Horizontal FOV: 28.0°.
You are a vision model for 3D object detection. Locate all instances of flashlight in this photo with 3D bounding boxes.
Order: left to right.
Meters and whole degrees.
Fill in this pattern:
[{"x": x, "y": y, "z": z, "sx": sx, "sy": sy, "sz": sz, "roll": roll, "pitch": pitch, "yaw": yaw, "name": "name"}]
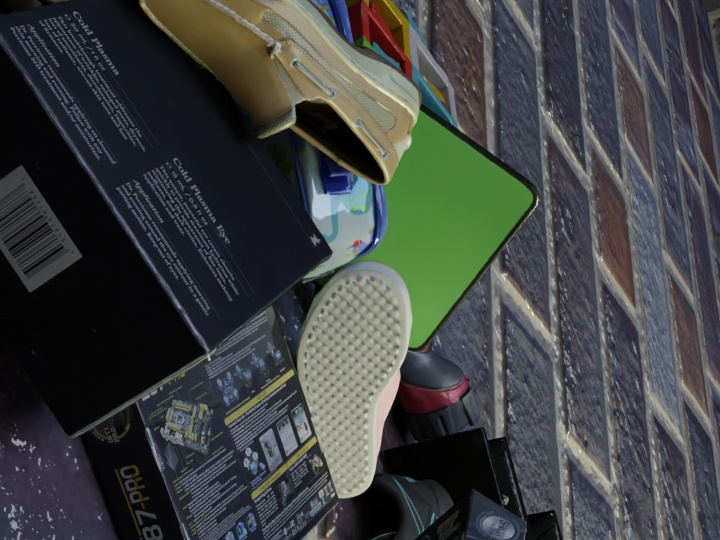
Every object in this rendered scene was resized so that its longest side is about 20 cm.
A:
[{"x": 0.040, "y": 0.046, "z": 1.220, "sx": 0.068, "sy": 0.068, "sz": 0.200, "roll": -40, "pitch": 116, "yaw": -47, "name": "flashlight"}]

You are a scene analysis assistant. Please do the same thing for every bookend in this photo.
[{"x": 0.120, "y": 0.230, "z": 1.255, "sx": 0.200, "sy": 0.092, "sz": 0.199, "roll": -4, "pitch": 78, "yaw": -67, "name": "bookend"}]

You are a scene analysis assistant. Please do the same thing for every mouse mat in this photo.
[{"x": 0.019, "y": -0.039, "z": 1.019, "sx": 0.161, "sy": 0.200, "sz": 0.008, "roll": 36, "pitch": 46, "yaw": 2, "name": "mouse mat"}]

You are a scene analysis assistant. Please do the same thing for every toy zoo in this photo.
[{"x": 0.031, "y": -0.147, "z": 1.081, "sx": 0.131, "sy": 0.020, "sz": 0.200, "roll": 49, "pitch": 22, "yaw": -29, "name": "toy zoo"}]

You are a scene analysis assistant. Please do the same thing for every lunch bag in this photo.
[{"x": -0.060, "y": -0.090, "z": 0.964, "sx": 0.082, "sy": 0.161, "sz": 0.200, "roll": -8, "pitch": 81, "yaw": -35, "name": "lunch bag"}]

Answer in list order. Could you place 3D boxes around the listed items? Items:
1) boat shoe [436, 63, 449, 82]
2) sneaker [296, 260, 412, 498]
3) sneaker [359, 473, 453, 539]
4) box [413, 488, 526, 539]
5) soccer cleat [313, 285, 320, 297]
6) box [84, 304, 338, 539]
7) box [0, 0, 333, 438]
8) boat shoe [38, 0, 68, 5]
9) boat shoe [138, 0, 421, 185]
[{"x": -0.005, "y": -0.200, "z": 1.195, "sx": 0.200, "sy": 0.074, "sz": 0.065, "roll": 39, "pitch": 16, "yaw": 1, "name": "boat shoe"}, {"x": -0.005, "y": 0.059, "z": 1.045, "sx": 0.105, "sy": 0.075, "sz": 0.200, "roll": -79, "pitch": 178, "yaw": -56, "name": "sneaker"}, {"x": 0.032, "y": 0.246, "z": 1.098, "sx": 0.079, "sy": 0.075, "sz": 0.200, "roll": 30, "pitch": 40, "yaw": -40, "name": "sneaker"}, {"x": 0.018, "y": 0.251, "z": 0.890, "sx": 0.044, "sy": 0.200, "sz": 0.160, "roll": 33, "pitch": 36, "yaw": -13, "name": "box"}, {"x": 0.000, "y": 0.000, "z": 1.112, "sx": 0.081, "sy": 0.067, "sz": 0.200, "roll": -135, "pitch": -137, "yaw": -75, "name": "soccer cleat"}, {"x": -0.090, "y": 0.114, "z": 0.915, "sx": 0.200, "sy": 0.049, "sz": 0.161, "roll": -34, "pitch": 108, "yaw": -65, "name": "box"}, {"x": -0.135, "y": -0.042, "z": 0.794, "sx": 0.200, "sy": 0.104, "sz": 0.182, "roll": 57, "pitch": 26, "yaw": -3, "name": "box"}, {"x": -0.174, "y": -0.195, "z": 0.878, "sx": 0.063, "sy": 0.073, "sz": 0.200, "roll": -65, "pitch": 172, "yaw": 14, "name": "boat shoe"}, {"x": -0.047, "y": -0.112, "z": 0.835, "sx": 0.200, "sy": 0.072, "sz": 0.076, "roll": 27, "pitch": 64, "yaw": -29, "name": "boat shoe"}]
